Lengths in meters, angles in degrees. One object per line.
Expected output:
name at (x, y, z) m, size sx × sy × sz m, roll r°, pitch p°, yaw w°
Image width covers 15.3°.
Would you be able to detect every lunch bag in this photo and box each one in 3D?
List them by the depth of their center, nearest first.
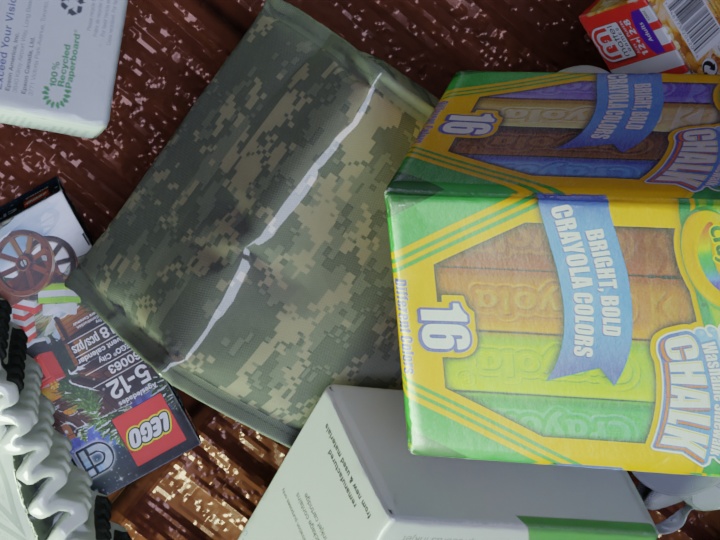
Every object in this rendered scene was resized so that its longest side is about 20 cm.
lunch bag at (0.000, 0.000, 1.199) m, size 0.200 × 0.118 × 0.164 m, roll 34°, pitch 93°, yaw -40°

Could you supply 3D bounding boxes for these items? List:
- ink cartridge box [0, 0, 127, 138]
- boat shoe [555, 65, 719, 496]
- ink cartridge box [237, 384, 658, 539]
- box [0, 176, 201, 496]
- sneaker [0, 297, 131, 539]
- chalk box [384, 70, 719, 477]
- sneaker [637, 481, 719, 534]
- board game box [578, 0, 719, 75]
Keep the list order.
ink cartridge box at (-0.191, -0.170, 1.143) m, size 0.199 × 0.041 × 0.201 m, roll 12°, pitch 80°, yaw -14°
boat shoe at (0.119, -0.001, 1.178) m, size 0.073 × 0.065 × 0.201 m, roll -8°, pitch 111°, yaw 22°
ink cartridge box at (0.016, 0.153, 1.193) m, size 0.144 × 0.084 × 0.200 m, roll 6°, pitch 129°, yaw -32°
box at (-0.192, 0.065, 1.225) m, size 0.199 × 0.038 × 0.137 m, roll -29°, pitch 104°, yaw -2°
sneaker at (-0.168, 0.082, 1.180) m, size 0.081 × 0.075 × 0.201 m, roll -23°, pitch 104°, yaw 5°
chalk box at (0.124, 0.000, 1.064) m, size 0.199 × 0.124 × 0.125 m, roll 2°, pitch 117°, yaw 18°
sneaker at (0.160, 0.028, 1.254) m, size 0.114 × 0.075 × 0.201 m, roll -18°, pitch 107°, yaw -8°
board game box at (0.205, -0.106, 1.199) m, size 0.200 × 0.046 × 0.152 m, roll -42°, pitch 107°, yaw -33°
